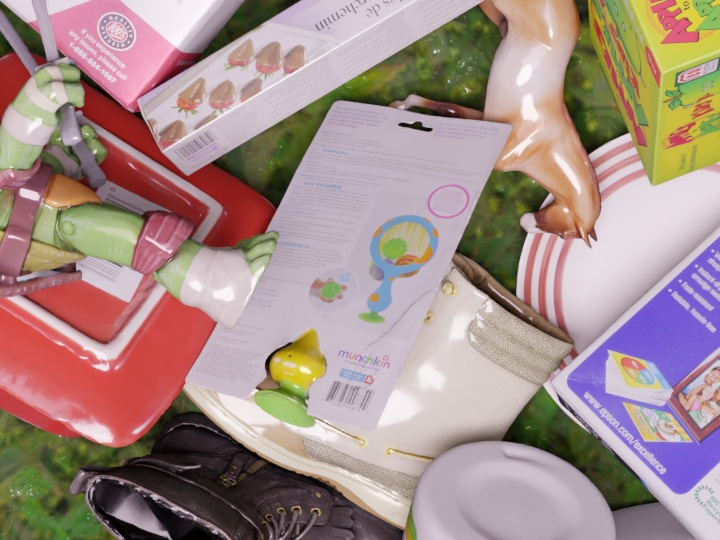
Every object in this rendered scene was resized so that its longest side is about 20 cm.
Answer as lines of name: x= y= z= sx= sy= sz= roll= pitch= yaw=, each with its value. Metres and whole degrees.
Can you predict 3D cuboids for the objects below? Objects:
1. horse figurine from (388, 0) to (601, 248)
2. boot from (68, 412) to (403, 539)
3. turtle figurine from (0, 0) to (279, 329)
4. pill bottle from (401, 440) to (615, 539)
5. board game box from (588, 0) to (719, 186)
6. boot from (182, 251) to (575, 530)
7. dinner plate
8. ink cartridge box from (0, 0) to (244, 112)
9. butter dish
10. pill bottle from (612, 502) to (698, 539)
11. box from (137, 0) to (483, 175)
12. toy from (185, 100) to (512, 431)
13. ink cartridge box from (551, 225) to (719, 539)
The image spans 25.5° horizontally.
horse figurine: x=0.079 y=-0.119 z=0.908 sx=0.132 sy=0.050 sz=0.201 roll=8 pitch=96 yaw=20
boot: x=-0.059 y=0.152 z=0.893 sx=0.199 sy=0.174 sz=0.069 roll=26 pitch=97 yaw=1
turtle figurine: x=-0.129 y=-0.062 z=0.791 sx=0.193 sy=0.144 sz=0.201 roll=27 pitch=53 yaw=-11
pill bottle: x=0.066 y=0.205 z=0.898 sx=0.111 sy=0.111 sz=0.201 roll=14 pitch=124 yaw=2
board game box: x=0.156 y=-0.122 z=0.826 sx=0.047 sy=0.200 sz=0.102 roll=-21 pitch=76 yaw=4
boot: x=0.006 y=0.050 z=0.920 sx=0.199 sy=0.072 sz=0.155 roll=29 pitch=107 yaw=-6
dinner plate: x=0.192 y=0.013 z=0.939 sx=0.199 sy=0.024 sz=0.201 roll=0 pitch=95 yaw=3
ink cartridge box: x=-0.115 y=-0.213 z=0.902 sx=0.145 sy=0.084 sz=0.200 roll=40 pitch=98 yaw=-2
butter dish: x=-0.178 y=0.010 z=0.905 sx=0.199 sy=0.200 sz=0.148 roll=32 pitch=140 yaw=0
pill bottle: x=0.185 y=0.243 z=0.919 sx=0.114 sy=0.114 sz=0.201 roll=-9 pitch=96 yaw=4
box: x=-0.026 y=-0.122 z=0.875 sx=0.200 sy=0.041 sz=0.039 roll=-30 pitch=68 yaw=6
toy: x=0.000 y=0.000 z=0.871 sx=0.115 sy=0.047 sz=0.200 roll=11 pitch=56 yaw=27
ink cartridge box: x=0.242 y=0.066 z=0.860 sx=0.200 sy=0.043 sz=0.198 roll=-42 pitch=64 yaw=-3
